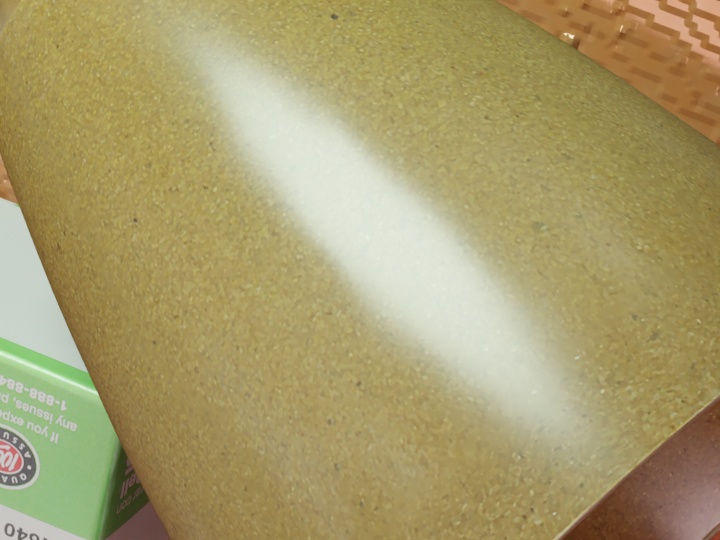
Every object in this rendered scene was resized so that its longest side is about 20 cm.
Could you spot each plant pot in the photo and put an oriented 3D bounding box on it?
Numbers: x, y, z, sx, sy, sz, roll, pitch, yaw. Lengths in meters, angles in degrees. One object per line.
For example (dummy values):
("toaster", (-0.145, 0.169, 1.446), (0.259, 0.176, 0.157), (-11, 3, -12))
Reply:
("plant pot", (0.000, 0.000, 0.721), (0.200, 0.186, 0.187), (47, 123, 15))

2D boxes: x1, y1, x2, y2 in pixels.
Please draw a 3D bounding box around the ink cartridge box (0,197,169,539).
("ink cartridge box", (-0.129, 0.083, 0.855), (0.145, 0.084, 0.201), (20, 118, 15))
